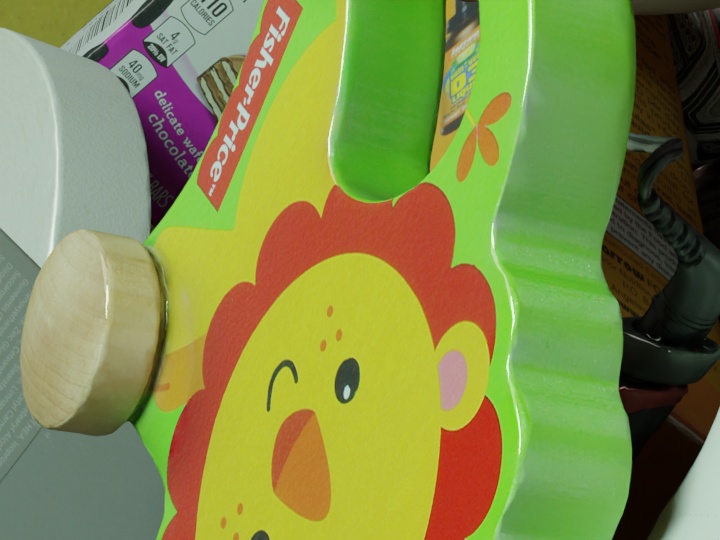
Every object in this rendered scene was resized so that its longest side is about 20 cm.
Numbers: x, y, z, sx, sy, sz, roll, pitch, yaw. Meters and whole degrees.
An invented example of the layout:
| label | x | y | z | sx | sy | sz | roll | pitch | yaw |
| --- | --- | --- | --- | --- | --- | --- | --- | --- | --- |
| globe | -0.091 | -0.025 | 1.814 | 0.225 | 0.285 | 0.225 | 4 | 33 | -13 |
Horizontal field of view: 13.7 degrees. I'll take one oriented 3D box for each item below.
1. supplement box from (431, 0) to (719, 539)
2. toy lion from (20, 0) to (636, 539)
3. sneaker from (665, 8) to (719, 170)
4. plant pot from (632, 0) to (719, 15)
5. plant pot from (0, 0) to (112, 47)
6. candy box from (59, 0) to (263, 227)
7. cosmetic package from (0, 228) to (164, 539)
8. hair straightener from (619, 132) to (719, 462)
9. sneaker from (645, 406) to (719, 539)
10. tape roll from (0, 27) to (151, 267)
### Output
| label | x | y | z | sx | sy | sz | roll | pitch | yaw |
| --- | --- | --- | --- | --- | --- | --- | --- | --- | --- |
| supplement box | 0.048 | -0.018 | 0.786 | 0.066 | 0.069 | 0.201 | -36 | 36 | 28 |
| toy lion | 0.003 | 0.011 | 0.625 | 0.192 | 0.068 | 0.201 | 51 | 123 | 53 |
| sneaker | 0.140 | -0.108 | 0.910 | 0.082 | 0.078 | 0.201 | -16 | 38 | 46 |
| plant pot | 0.073 | -0.175 | 0.773 | 0.200 | 0.200 | 0.184 | -30 | 46 | 41 |
| plant pot | -0.073 | -0.150 | 1.308 | 0.195 | 0.200 | 0.194 | -39 | 15 | 12 |
| candy box | 0.006 | -0.081 | 1.037 | 0.200 | 0.136 | 0.061 | -40 | 16 | 13 |
| cosmetic package | -0.102 | 0.065 | 0.799 | 0.107 | 0.200 | 0.090 | -28 | 19 | 51 |
| hair straightener | 0.021 | 0.038 | 0.663 | 0.041 | 0.077 | 0.200 | -8 | -39 | -35 |
| sneaker | 0.080 | 0.053 | 0.596 | 0.084 | 0.073 | 0.200 | -31 | 21 | 32 |
| tape roll | -0.134 | 0.020 | 0.978 | 0.203 | 0.037 | 0.204 | -36 | 44 | 45 |
